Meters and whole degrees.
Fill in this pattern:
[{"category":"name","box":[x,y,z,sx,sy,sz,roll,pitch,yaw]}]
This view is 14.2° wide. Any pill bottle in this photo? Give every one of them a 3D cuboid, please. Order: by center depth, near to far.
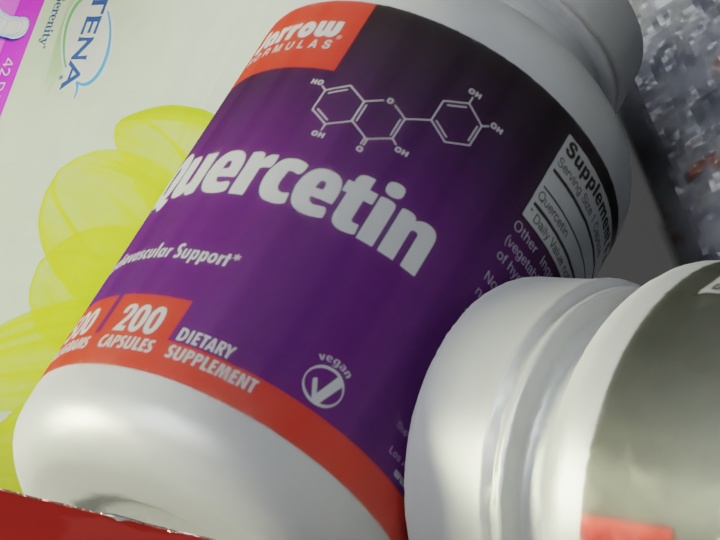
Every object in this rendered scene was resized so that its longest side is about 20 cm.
[{"category":"pill bottle","box":[0.114,0.057,0.669,0.199,0.114,0.114,5,65,40]},{"category":"pill bottle","box":[0.000,0.000,0.771,0.112,0.113,0.201,4,52,40]}]

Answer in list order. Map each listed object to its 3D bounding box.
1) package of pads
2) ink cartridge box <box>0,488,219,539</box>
[{"category":"package of pads","box":[-0.071,-0.004,0.884,0.154,0.068,0.201,0,63,33]},{"category":"ink cartridge box","box":[-0.003,0.124,0.623,0.160,0.200,0.050,11,62,16]}]
